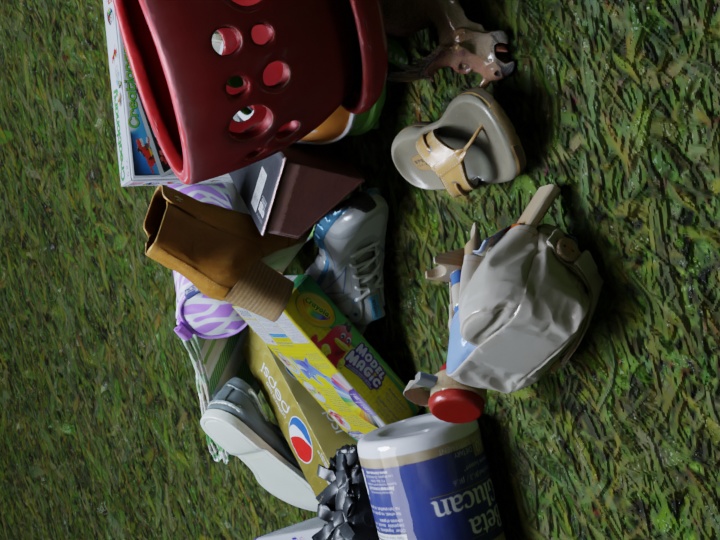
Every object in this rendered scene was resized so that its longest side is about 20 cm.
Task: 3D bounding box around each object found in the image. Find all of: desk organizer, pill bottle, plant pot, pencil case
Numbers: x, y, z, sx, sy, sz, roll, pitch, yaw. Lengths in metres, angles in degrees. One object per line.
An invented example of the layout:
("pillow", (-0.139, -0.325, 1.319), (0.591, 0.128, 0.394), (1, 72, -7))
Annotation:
("desk organizer", (-0.062, -0.089, 1.530), (0.200, 0.077, 0.072), (-124, 49, -66))
("pill bottle", (0.073, 0.233, 1.488), (0.111, 0.111, 0.201), (-6, 99, 63))
("plant pot", (-0.086, -0.186, 1.313), (0.200, 0.182, 0.201), (162, 90, -76))
("pencil case", (-0.158, -0.014, 1.696), (0.084, 0.085, 0.200), (43, -161, -35))

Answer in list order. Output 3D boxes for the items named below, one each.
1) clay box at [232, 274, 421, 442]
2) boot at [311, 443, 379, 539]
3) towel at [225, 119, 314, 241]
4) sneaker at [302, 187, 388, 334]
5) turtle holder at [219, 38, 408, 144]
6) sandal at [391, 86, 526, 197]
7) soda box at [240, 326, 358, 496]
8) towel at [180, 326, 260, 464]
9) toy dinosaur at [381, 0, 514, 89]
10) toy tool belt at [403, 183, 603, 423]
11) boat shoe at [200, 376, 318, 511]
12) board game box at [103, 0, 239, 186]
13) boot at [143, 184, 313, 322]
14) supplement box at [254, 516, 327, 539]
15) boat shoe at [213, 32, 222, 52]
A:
("clay box", (-0.024, 0.090, 1.599), (0.200, 0.048, 0.115), (49, 159, -19))
("boot", (0.036, 0.258, 1.578), (0.073, 0.198, 0.163), (-18, 58, 41))
("towel", (-0.092, -0.091, 1.730), (0.200, 0.031, 0.150), (-23, 86, 61))
("sneaker", (0.000, 0.000, 1.561), (0.087, 0.075, 0.200), (55, 156, 21))
("turtle holder", (-0.056, -0.199, 1.477), (0.141, 0.131, 0.186), (-29, 78, 63))
("sandal", (0.070, -0.091, 1.354), (0.080, 0.054, 0.200), (54, 157, -10))
("soda box", (-0.049, 0.137, 1.723), (0.200, 0.064, 0.068), (61, 151, 26))
("towel", (-0.143, 0.086, 1.790), (0.023, 0.153, 0.201), (6, 133, 18))
("toy dinosaur", (0.034, -0.217, 1.355), (0.200, 0.086, 0.136), (40, 145, 57))
("toy tool belt", (0.111, 0.027, 1.326), (0.200, 0.124, 0.123), (125, 155, -54))
("boat shoe", (-0.087, 0.186, 1.772), (0.073, 0.062, 0.200), (-8, 138, 41))
("board game box", (-0.189, -0.187, 1.705), (0.035, 0.126, 0.201), (-17, 78, 61))
("boot", (-0.122, -0.042, 1.532), (0.071, 0.144, 0.201), (-52, 14, 26))
("supplement box", (-0.017, 0.299, 1.710), (0.200, 0.103, 0.102), (-27, 79, 61))
("boat shoe", (-0.119, -0.213, 1.625), (0.200, 0.067, 0.057), (58, -142, -75))
